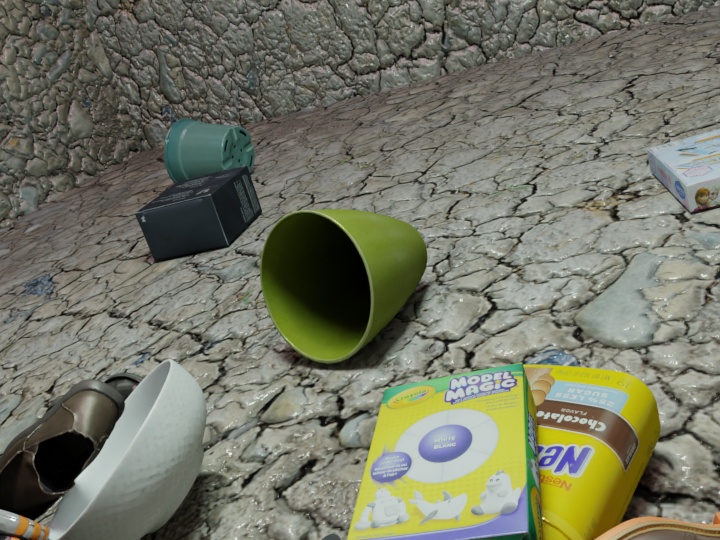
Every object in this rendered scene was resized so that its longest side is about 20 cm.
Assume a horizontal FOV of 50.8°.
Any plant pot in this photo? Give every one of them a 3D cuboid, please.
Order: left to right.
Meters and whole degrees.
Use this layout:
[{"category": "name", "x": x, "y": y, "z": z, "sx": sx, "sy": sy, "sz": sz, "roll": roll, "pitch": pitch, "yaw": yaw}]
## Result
[{"category": "plant pot", "x": -0.415, "y": -0.329, "z": 2.138, "sx": 0.192, "sy": 0.204, "sz": 0.200, "roll": 4, "pitch": 29, "yaw": 30}, {"category": "plant pot", "x": 0.000, "y": 0.000, "z": 1.003, "sx": 0.184, "sy": 0.192, "sz": 0.198, "roll": -1, "pitch": 11, "yaw": 38}]

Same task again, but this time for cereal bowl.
[{"category": "cereal bowl", "x": -0.216, "y": 0.195, "z": 0.750, "sx": 0.200, "sy": 0.083, "sz": 0.201, "roll": -45, "pitch": 18, "yaw": 19}]

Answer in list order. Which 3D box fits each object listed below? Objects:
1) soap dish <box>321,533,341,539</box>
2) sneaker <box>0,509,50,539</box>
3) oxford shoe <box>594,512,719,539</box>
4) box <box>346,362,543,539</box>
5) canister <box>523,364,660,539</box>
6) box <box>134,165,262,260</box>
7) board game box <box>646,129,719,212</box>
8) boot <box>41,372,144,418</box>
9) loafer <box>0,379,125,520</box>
[{"category": "soap dish", "x": 0.008, "y": 0.254, "z": 0.461, "sx": 0.197, "sy": 0.083, "sz": 0.157, "roll": 2, "pitch": 29, "yaw": 44}, {"category": "sneaker", "x": -0.379, "y": 0.276, "z": 0.705, "sx": 0.197, "sy": 0.077, "sz": 0.114, "roll": -7, "pitch": 54, "yaw": 39}, {"category": "oxford shoe", "x": 0.191, "y": 0.188, "z": 0.433, "sx": 0.195, "sy": 0.073, "sz": 0.073, "roll": -8, "pitch": 22, "yaw": -18}, {"category": "box", "x": 0.064, "y": 0.130, "z": 0.522, "sx": 0.115, "sy": 0.049, "sz": 0.201, "roll": -14, "pitch": 20, "yaw": 16}, {"category": "canister", "x": 0.134, "y": 0.159, "z": 0.583, "sx": 0.146, "sy": 0.088, "sz": 0.199, "roll": -2, "pitch": 25, "yaw": 39}, {"category": "box", "x": -0.349, "y": -0.128, "z": 1.663, "sx": 0.192, "sy": 0.120, "sz": 0.201, "roll": -10, "pitch": 21, "yaw": 21}, {"category": "board game box", "x": 0.534, "y": -0.157, "z": 1.077, "sx": 0.195, "sy": 0.042, "sz": 0.200, "roll": -14, "pitch": 21, "yaw": 12}, {"category": "boot", "x": -0.349, "y": 0.213, "z": 0.911, "sx": 0.196, "sy": 0.070, "sz": 0.175, "roll": -19, "pitch": 22, "yaw": 21}, {"category": "loafer", "x": -0.309, "y": 0.189, "z": 0.743, "sx": 0.200, "sy": 0.072, "sz": 0.071, "roll": -48, "pitch": 19, "yaw": 22}]
